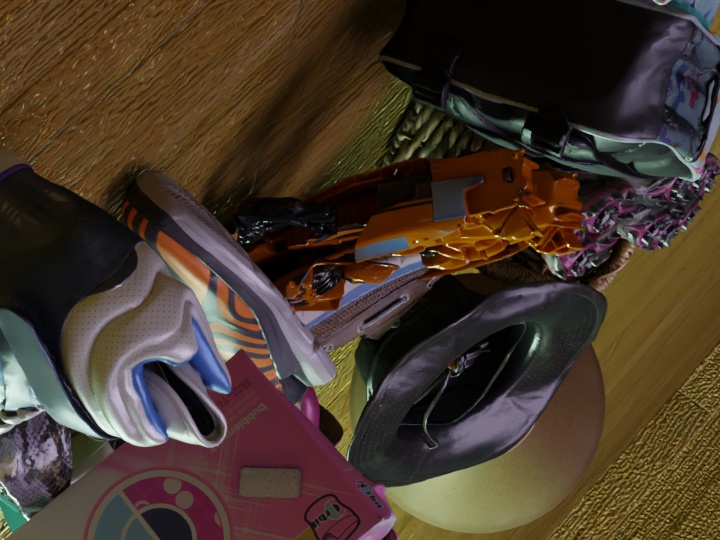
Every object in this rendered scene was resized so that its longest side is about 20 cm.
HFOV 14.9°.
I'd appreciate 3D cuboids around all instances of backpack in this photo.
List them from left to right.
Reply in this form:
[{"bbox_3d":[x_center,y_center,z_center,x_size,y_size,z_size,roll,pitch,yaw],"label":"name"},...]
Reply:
[{"bbox_3d":[0.121,-0.124,1.512,0.152,0.177,0.200,-68,157,-4],"label":"backpack"}]

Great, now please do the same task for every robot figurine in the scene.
[{"bbox_3d":[0.012,-0.020,1.473,0.199,0.059,0.145,-13,169,21],"label":"robot figurine"}]

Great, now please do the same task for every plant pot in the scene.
[{"bbox_3d":[0.079,0.089,1.884,0.187,0.186,0.200,-52,175,-1],"label":"plant pot"}]

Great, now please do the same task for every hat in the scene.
[{"bbox_3d":[0.053,0.050,1.711,0.200,0.081,0.201,-30,150,-19],"label":"hat"}]

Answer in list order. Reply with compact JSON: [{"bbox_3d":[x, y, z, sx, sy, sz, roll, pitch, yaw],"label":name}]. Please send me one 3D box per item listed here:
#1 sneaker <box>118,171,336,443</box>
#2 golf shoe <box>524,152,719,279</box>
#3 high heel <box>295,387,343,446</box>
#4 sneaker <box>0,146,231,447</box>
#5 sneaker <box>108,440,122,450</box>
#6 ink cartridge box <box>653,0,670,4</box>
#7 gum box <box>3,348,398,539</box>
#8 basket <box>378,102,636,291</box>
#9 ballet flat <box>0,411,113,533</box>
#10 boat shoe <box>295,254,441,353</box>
[{"bbox_3d":[-0.091,0.038,1.380,0.112,0.078,0.200,-41,141,-3],"label":"sneaker"},{"bbox_3d":[0.146,-0.057,1.649,0.199,0.092,0.073,-13,137,-54],"label":"golf shoe"},{"bbox_3d":[-0.031,0.084,1.583,0.095,0.068,0.200,-24,165,-21],"label":"high heel"},{"bbox_3d":[-0.125,0.047,1.179,0.081,0.146,0.201,-44,165,-32],"label":"sneaker"},{"bbox_3d":[-0.147,0.125,1.497,0.077,0.085,0.202,14,90,-70],"label":"sneaker"},{"bbox_3d":[0.150,-0.230,1.409,0.200,0.144,0.085,-35,154,-54],"label":"ink cartridge box"},{"bbox_3d":[-0.087,0.143,1.335,0.200,0.114,0.066,-39,160,-7],"label":"gum box"},{"bbox_3d":[0.124,-0.088,1.706,0.201,0.149,0.143,-55,167,17],"label":"basket"},{"bbox_3d":[-0.155,0.103,1.386,0.072,0.072,0.201,-49,166,-15],"label":"ballet flat"},{"bbox_3d":[0.000,0.000,1.622,0.199,0.072,0.073,-25,143,-25],"label":"boat shoe"}]
